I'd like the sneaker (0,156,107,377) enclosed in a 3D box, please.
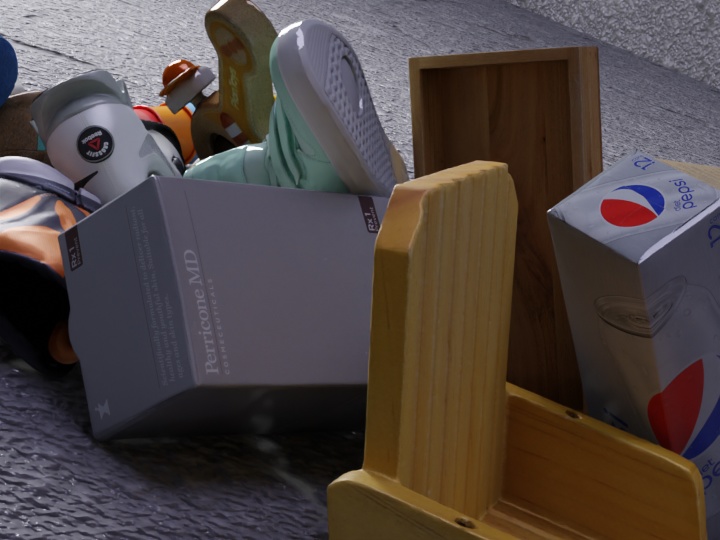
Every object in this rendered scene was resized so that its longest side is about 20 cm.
[{"bbox_3d":[-0.120,0.020,0.923,0.199,0.078,0.112,19,28,-14],"label":"sneaker"}]

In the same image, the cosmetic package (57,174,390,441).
[{"bbox_3d":[-0.041,0.021,0.881,0.090,0.108,0.199,-26,-18,38],"label":"cosmetic package"}]

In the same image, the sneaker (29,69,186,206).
[{"bbox_3d":[-0.135,-0.044,1.049,0.089,0.074,0.200,62,3,11],"label":"sneaker"}]

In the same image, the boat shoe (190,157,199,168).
[{"bbox_3d":[-0.024,-0.024,1.205,0.199,0.072,0.065,19,-19,8],"label":"boat shoe"}]

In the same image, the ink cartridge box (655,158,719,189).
[{"bbox_3d":[0.350,-0.033,1.641,0.164,0.076,0.200,3,21,-40],"label":"ink cartridge box"}]

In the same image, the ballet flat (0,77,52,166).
[{"bbox_3d":[-0.256,-0.118,1.105,0.199,0.073,0.068,29,22,35],"label":"ballet flat"}]

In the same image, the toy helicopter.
[{"bbox_3d":[-0.072,-0.098,1.059,0.079,0.200,0.132,-40,69,-21],"label":"toy helicopter"}]

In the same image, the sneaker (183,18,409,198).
[{"bbox_3d":[-0.046,-0.056,0.948,0.117,0.074,0.201,-9,-26,10],"label":"sneaker"}]

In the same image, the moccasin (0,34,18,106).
[{"bbox_3d":[-0.288,-0.097,0.996,0.199,0.081,0.068,-25,39,-34],"label":"moccasin"}]

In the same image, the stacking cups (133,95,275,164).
[{"bbox_3d":[-0.130,-0.100,1.372,0.060,0.061,0.200,25,21,26],"label":"stacking cups"}]

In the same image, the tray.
[{"bbox_3d":[0.082,-0.017,0.969,0.098,0.202,0.037,0,7,27],"label":"tray"}]

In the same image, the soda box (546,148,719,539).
[{"bbox_3d":[0.151,0.045,0.887,0.063,0.201,0.068,-33,40,-21],"label":"soda box"}]

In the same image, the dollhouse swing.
[{"bbox_3d":[0.089,0.068,0.767,0.181,0.177,0.200,22,14,16],"label":"dollhouse swing"}]
